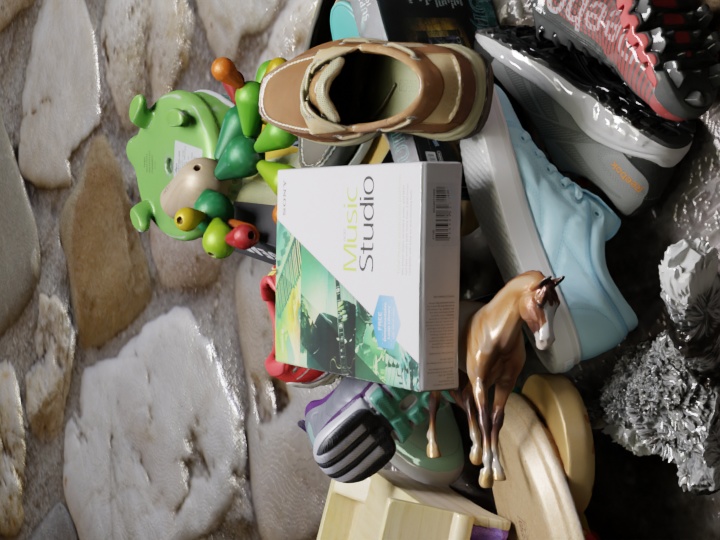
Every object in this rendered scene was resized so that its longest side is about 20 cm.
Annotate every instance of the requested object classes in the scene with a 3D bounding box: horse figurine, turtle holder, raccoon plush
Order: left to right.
[{"bbox_3d":[-0.148,-0.095,1.264,0.185,0.131,0.143,-26,74,52],"label":"turtle holder"},{"bbox_3d":[0.079,0.066,0.885,0.200,0.049,0.134,179,95,-81],"label":"horse figurine"},{"bbox_3d":[0.189,0.043,0.826,0.133,0.096,0.202,24,137,49],"label":"raccoon plush"}]

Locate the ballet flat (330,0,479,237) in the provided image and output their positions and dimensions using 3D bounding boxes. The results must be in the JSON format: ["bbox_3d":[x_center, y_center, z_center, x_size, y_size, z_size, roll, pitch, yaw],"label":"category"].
[{"bbox_3d":[0.042,-0.120,1.005,0.068,0.063,0.202,-24,91,57],"label":"ballet flat"}]

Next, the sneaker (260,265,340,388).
[{"bbox_3d":[-0.047,0.001,1.167,0.077,0.084,0.203,-4,81,54],"label":"sneaker"}]

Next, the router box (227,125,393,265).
[{"bbox_3d":[-0.033,-0.078,1.109,0.199,0.052,0.158,16,72,52],"label":"router box"}]

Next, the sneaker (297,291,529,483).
[{"bbox_3d":[0.036,0.070,1.011,0.075,0.199,0.088,57,173,-29],"label":"sneaker"}]

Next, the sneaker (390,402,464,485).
[{"bbox_3d":[0.042,0.064,1.065,0.202,0.073,0.119,66,146,28],"label":"sneaker"}]

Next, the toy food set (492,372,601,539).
[{"bbox_3d":[0.134,0.175,0.920,0.198,0.048,0.202,104,151,-75],"label":"toy food set"}]

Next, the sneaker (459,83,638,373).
[{"bbox_3d":[0.126,-0.038,0.890,0.074,0.081,0.202,158,93,-79],"label":"sneaker"}]

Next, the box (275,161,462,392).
[{"bbox_3d":[0.000,0.000,0.919,0.199,0.036,0.146,4,93,60],"label":"box"}]

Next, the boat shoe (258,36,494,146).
[{"bbox_3d":[-0.004,-0.123,0.886,0.199,0.073,0.077,2,92,46],"label":"boat shoe"}]

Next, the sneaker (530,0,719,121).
[{"bbox_3d":[0.166,-0.167,0.878,0.098,0.070,0.202,-52,52,43],"label":"sneaker"}]

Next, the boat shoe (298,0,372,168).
[{"bbox_3d":[-0.019,-0.157,1.063,0.071,0.060,0.204,-11,54,37],"label":"boat shoe"}]

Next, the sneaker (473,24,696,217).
[{"bbox_3d":[0.140,-0.110,0.920,0.200,0.073,0.080,48,135,39],"label":"sneaker"}]

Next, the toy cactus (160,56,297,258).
[{"bbox_3d":[-0.116,-0.085,1.095,0.164,0.102,0.202,-27,50,44],"label":"toy cactus"}]

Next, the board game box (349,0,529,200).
[{"bbox_3d":[0.059,-0.148,0.969,0.028,0.134,0.202,-27,71,42],"label":"board game box"}]

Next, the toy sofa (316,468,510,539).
[{"bbox_3d":[0.035,0.206,1.012,0.200,0.096,0.084,-177,101,-77],"label":"toy sofa"}]
